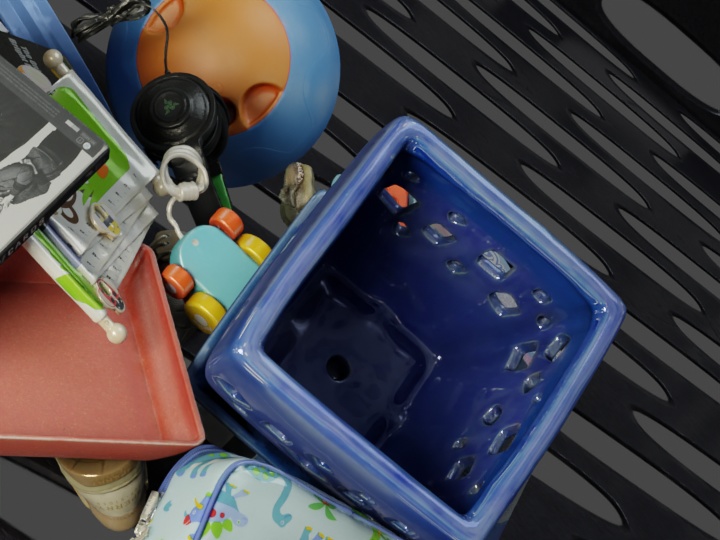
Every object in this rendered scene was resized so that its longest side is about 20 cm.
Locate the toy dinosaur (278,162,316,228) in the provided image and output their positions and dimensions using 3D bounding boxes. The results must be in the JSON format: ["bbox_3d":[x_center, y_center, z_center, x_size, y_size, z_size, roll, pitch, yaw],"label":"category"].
[{"bbox_3d":[0.000,0.000,1.593,0.048,0.087,0.201,76,-4,-49],"label":"toy dinosaur"}]

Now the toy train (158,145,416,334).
[{"bbox_3d":[-0.051,-0.017,1.532,0.198,0.056,0.152,6,73,-23],"label":"toy train"}]

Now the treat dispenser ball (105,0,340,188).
[{"bbox_3d":[-0.117,-0.171,1.903,0.201,0.201,0.201,40,19,-17],"label":"treat dispenser ball"}]

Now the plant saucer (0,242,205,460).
[{"bbox_3d":[-0.211,0.050,1.387,0.198,0.037,0.201,4,36,-20],"label":"plant saucer"}]

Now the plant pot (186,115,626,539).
[{"bbox_3d":[0.014,0.051,1.412,0.200,0.201,0.180,40,-24,-12],"label":"plant pot"}]

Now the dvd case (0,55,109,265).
[{"bbox_3d":[-0.270,-0.050,1.336,0.150,0.200,0.025,39,-22,11],"label":"dvd case"}]

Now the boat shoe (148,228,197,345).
[{"bbox_3d":[-0.139,0.010,1.697,0.072,0.076,0.200,43,9,2],"label":"boat shoe"}]

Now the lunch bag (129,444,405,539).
[{"bbox_3d":[-0.053,0.209,1.337,0.199,0.162,0.082,32,-15,-32],"label":"lunch bag"}]

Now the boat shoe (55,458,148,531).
[{"bbox_3d":[-0.182,0.088,1.456,0.201,0.071,0.065,-113,-172,-50],"label":"boat shoe"}]

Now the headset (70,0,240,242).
[{"bbox_3d":[-0.147,-0.108,1.686,0.124,0.093,0.201,7,65,-88],"label":"headset"}]

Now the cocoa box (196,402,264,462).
[{"bbox_3d":[-0.010,0.099,1.684,0.131,0.133,0.200,48,18,8],"label":"cocoa box"}]

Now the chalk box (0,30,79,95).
[{"bbox_3d":[-0.251,-0.081,1.548,0.200,0.124,0.125,18,32,-57],"label":"chalk box"}]

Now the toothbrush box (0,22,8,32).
[{"bbox_3d":[-0.364,-0.194,1.594,0.147,0.085,0.200,50,17,9],"label":"toothbrush box"}]

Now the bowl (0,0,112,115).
[{"bbox_3d":[-0.260,-0.188,1.758,0.201,0.039,0.201,57,-7,11],"label":"bowl"}]

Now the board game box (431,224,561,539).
[{"bbox_3d":[0.085,0.088,1.823,0.043,0.200,0.201,-4,46,-27],"label":"board game box"}]

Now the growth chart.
[{"bbox_3d":[-0.184,-0.055,1.445,0.145,0.018,0.201,46,27,-20],"label":"growth chart"}]
